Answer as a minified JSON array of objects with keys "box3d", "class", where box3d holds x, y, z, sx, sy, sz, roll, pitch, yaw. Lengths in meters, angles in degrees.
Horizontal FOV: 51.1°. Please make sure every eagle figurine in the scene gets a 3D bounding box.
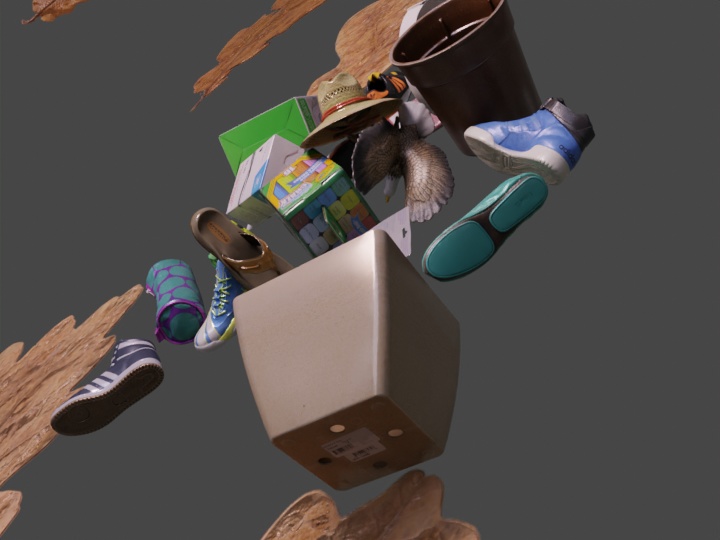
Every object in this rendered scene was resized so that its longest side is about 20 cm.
[{"box3d":[0.062,-0.171,1.199,0.150,0.152,0.200,-17,21,4],"class":"eagle figurine"}]

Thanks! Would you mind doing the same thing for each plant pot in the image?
[{"box3d":[-0.006,0.115,0.811,0.199,0.200,0.178,-25,44,19],"class":"plant pot"},{"box3d":[0.178,-0.302,1.178,0.199,0.199,0.201,-26,32,18],"class":"plant pot"}]

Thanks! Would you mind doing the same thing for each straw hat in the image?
[{"box3d":[-0.030,-0.278,1.244,0.200,0.086,0.201,-23,1,0],"class":"straw hat"}]

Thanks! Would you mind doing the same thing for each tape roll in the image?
[{"box3d":[0.142,-0.368,1.306,0.037,0.203,0.203,-7,40,44],"class":"tape roll"}]

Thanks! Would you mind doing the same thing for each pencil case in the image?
[{"box3d":[-0.328,0.053,1.332,0.092,0.086,0.200,-24,27,-10],"class":"pencil case"}]

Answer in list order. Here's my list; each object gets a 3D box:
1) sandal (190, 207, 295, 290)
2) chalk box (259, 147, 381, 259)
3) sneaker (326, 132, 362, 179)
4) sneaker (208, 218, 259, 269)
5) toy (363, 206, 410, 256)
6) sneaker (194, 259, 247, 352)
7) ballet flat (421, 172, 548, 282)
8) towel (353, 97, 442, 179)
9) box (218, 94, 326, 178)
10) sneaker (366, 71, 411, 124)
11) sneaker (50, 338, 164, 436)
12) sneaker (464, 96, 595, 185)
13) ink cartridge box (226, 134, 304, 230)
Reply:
[{"box3d":[-0.175,-0.028,1.171,0.054,0.200,0.081,-31,22,55],"class":"sandal"},{"box3d":[-0.060,-0.097,1.220,0.124,0.125,0.200,-39,31,-4],"class":"chalk box"},{"box3d":[-0.063,-0.179,1.376,0.202,0.067,0.108,-50,30,0],"class":"sneaker"},{"box3d":[-0.222,-0.035,1.316,0.084,0.074,0.200,-59,-3,-8],"class":"sneaker"},{"box3d":[0.000,0.000,1.096,0.199,0.047,0.116,-28,34,22],"class":"toy"},{"box3d":[-0.217,0.032,1.221,0.075,0.105,0.200,6,50,51],"class":"sneaker"},{"box3d":[0.161,-0.054,0.995,0.200,0.068,0.070,-39,5,-4],"class":"ballet flat"},{"box3d":[0.061,-0.240,1.398,0.199,0.023,0.144,-36,31,5],"class":"towel"},{"box3d":[-0.153,-0.280,1.539,0.199,0.097,0.176,-20,5,27],"class":"box"},{"box3d":[0.052,-0.372,1.521,0.070,0.090,0.201,-22,33,24],"class":"sneaker"},{"box3d":[-0.419,0.188,1.251,0.199,0.070,0.109,-31,34,-3],"class":"sneaker"},{"box3d":[0.244,-0.196,1.076,0.111,0.077,0.200,-48,35,-8],"class":"sneaker"},{"box3d":[-0.189,-0.158,1.418,0.200,0.067,0.117,-24,48,55],"class":"ink cartridge box"}]
